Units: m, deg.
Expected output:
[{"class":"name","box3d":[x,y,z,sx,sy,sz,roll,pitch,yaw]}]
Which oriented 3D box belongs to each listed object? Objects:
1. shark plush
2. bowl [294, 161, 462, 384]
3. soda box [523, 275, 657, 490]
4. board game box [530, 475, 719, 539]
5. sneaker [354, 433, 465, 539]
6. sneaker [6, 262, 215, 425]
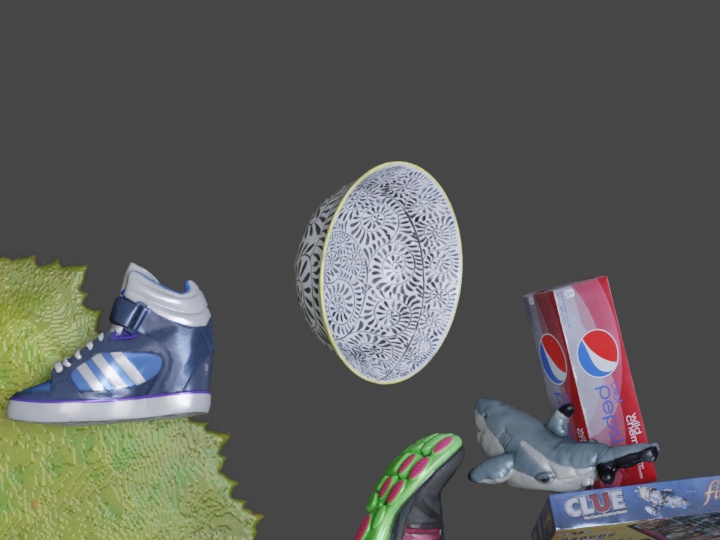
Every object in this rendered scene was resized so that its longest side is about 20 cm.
[{"class":"shark plush","box3d":[0.176,0.160,1.131,0.090,0.199,0.085,14,77,-31]},{"class":"bowl","box3d":[0.000,0.000,1.151,0.093,0.199,0.204,4,97,42]},{"class":"soda box","box3d":[0.219,0.111,1.180,0.063,0.070,0.203,-14,90,-20]},{"class":"board game box","box3d":[0.267,0.234,1.152,0.197,0.136,0.035,-6,63,-3]},{"class":"sneaker","box3d":[0.048,0.248,1.183,0.083,0.077,0.202,28,91,-19]},{"class":"sneaker","box3d":[-0.237,0.069,1.170,0.197,0.081,0.149,-4,80,1]}]
